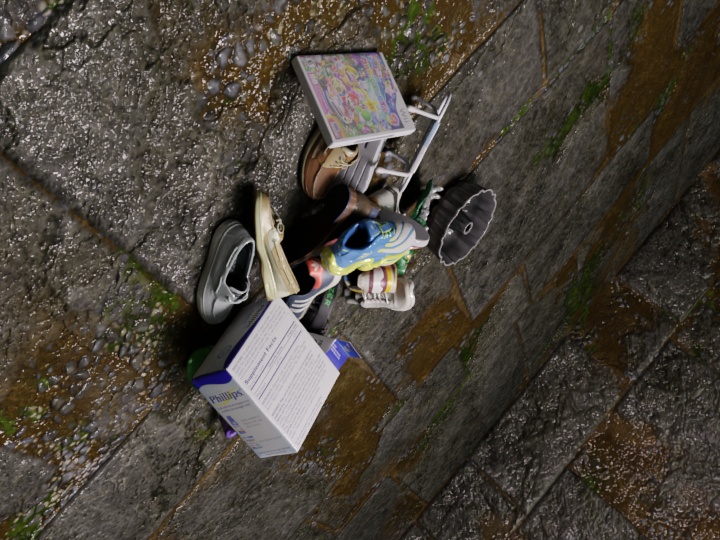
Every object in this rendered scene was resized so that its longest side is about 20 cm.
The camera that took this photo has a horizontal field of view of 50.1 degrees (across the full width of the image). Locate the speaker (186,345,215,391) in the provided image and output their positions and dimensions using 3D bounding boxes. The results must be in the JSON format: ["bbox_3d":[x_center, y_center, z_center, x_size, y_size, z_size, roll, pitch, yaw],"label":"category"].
[{"bbox_3d":[-0.230,0.185,1.426,0.089,0.088,0.199,-57,152,10],"label":"speaker"}]

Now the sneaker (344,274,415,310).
[{"bbox_3d":[0.039,0.050,1.592,0.080,0.198,0.077,-9,93,-34],"label":"sneaker"}]

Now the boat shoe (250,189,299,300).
[{"bbox_3d":[-0.142,-0.043,1.270,0.061,0.074,0.205,-10,121,-8],"label":"boat shoe"}]

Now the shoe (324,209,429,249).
[{"bbox_3d":[0.027,-0.062,1.458,0.072,0.195,0.092,-89,-161,-53],"label":"shoe"}]

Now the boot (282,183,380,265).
[{"bbox_3d":[-0.052,-0.067,1.361,0.096,0.076,0.199,12,138,-45],"label":"boot"}]

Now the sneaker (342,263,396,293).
[{"bbox_3d":[0.000,0.000,1.507,0.088,0.199,0.077,1,95,-20],"label":"sneaker"}]

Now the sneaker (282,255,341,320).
[{"bbox_3d":[-0.123,0.035,1.396,0.083,0.076,0.200,0,145,-45],"label":"sneaker"}]

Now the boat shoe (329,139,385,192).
[{"bbox_3d":[0.007,-0.201,1.354,0.202,0.071,0.071,-58,175,32],"label":"boat shoe"}]

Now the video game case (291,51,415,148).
[{"bbox_3d":[-0.006,-0.270,1.199,0.198,0.146,0.018,-19,173,-46],"label":"video game case"}]

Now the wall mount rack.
[{"bbox_3d":[0.088,-0.234,1.372,0.174,0.073,0.203,-77,-167,-70],"label":"wall mount rack"}]

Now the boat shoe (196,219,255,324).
[{"bbox_3d":[-0.218,0.018,1.268,0.069,0.071,0.204,-19,137,-44],"label":"boat shoe"}]

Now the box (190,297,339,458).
[{"bbox_3d":[-0.160,0.184,1.336,0.201,0.104,0.185,53,43,-21],"label":"box"}]

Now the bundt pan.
[{"bbox_3d":[0.221,-0.117,1.763,0.200,0.075,0.204,-36,148,-26],"label":"bundt pan"}]

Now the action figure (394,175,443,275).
[{"bbox_3d":[0.112,-0.082,1.580,0.118,0.054,0.203,92,22,-73],"label":"action figure"}]

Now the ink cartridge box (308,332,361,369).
[{"bbox_3d":[-0.102,0.145,1.456,0.100,0.195,0.040,59,45,-61],"label":"ink cartridge box"}]

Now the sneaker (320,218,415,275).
[{"bbox_3d":[0.029,-0.050,1.330,0.197,0.077,0.105,-25,169,-29],"label":"sneaker"}]

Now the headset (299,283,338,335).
[{"bbox_3d":[-0.079,0.080,1.497,0.200,0.092,0.126,-43,-151,57],"label":"headset"}]

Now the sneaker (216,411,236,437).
[{"bbox_3d":[-0.194,0.282,1.494,0.197,0.086,0.080,-19,173,36],"label":"sneaker"}]

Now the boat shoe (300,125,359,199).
[{"bbox_3d":[-0.040,-0.205,1.276,0.075,0.074,0.203,-15,134,-47],"label":"boat shoe"}]

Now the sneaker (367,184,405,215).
[{"bbox_3d":[0.058,-0.086,1.557,0.087,0.075,0.202,-38,149,-23],"label":"sneaker"}]
